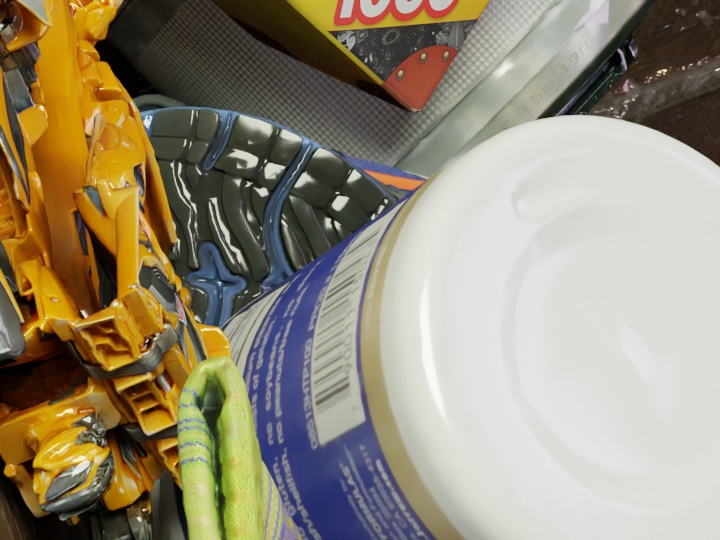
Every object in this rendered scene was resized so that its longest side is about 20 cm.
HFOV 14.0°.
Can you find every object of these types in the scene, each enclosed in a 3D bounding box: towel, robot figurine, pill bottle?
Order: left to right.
[{"bbox_3d":[-0.080,-0.027,0.726,0.145,0.058,0.200,63,8,-53],"label":"robot figurine"},{"bbox_3d":[0.005,0.123,0.635,0.200,0.023,0.144,66,6,-51],"label":"towel"},{"bbox_3d":[0.017,0.048,0.748,0.200,0.119,0.120,-33,-106,57],"label":"pill bottle"}]

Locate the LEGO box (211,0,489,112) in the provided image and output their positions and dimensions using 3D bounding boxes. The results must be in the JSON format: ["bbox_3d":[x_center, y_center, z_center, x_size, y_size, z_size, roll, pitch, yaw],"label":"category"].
[{"bbox_3d":[-0.017,-0.160,0.857,0.077,0.149,0.200,28,-6,38],"label":"LEGO box"}]

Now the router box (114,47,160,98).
[{"bbox_3d":[-0.045,-0.037,1.214,0.200,0.052,0.158,0,69,-86],"label":"router box"}]

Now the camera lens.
[{"bbox_3d":[-0.008,-0.112,1.035,0.200,0.160,0.160,45,6,-3],"label":"camera lens"}]

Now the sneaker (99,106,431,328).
[{"bbox_3d":[0.000,0.000,0.877,0.078,0.199,0.076,149,-47,-84],"label":"sneaker"}]

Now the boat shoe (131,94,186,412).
[{"bbox_3d":[-0.052,0.012,0.937,0.072,0.070,0.201,56,7,-36],"label":"boat shoe"}]
